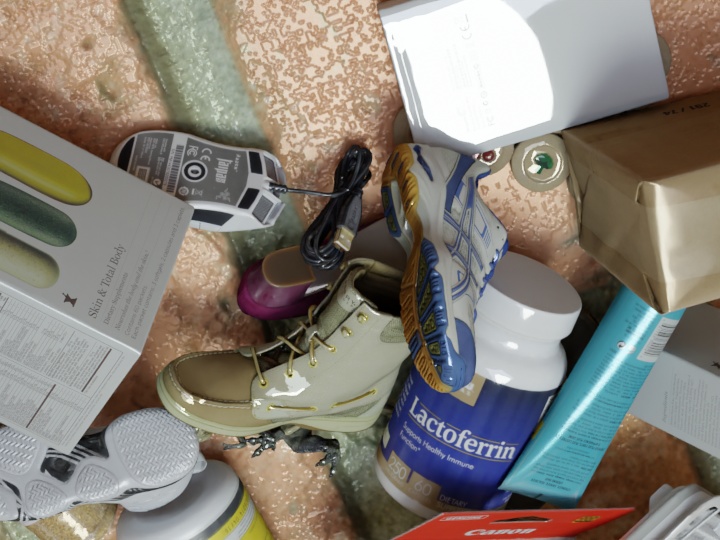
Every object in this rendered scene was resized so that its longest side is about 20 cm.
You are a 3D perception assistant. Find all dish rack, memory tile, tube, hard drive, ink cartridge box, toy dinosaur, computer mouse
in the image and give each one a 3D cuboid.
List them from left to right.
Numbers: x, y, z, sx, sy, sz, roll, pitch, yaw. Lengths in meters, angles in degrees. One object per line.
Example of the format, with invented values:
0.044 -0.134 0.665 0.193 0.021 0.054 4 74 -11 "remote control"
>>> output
-0.094 -0.061 1.501 0.198 0.110 0.044 11 150 1 "computer mouse"
-0.054 0.128 1.574 0.198 0.088 0.048 -2 111 -4 "toy dinosaur"
0.099 0.234 1.568 0.199 0.044 0.173 3 158 -33 "ink cartridge box"
0.124 -0.166 1.483 0.198 0.026 0.133 -16 113 1 "hard drive"
0.133 -0.137 1.520 0.198 0.017 0.154 15 110 -11 "memory tile"
0.183 0.097 1.508 0.077 0.050 0.201 20 108 -25 "tube"
0.239 0.241 1.617 0.172 0.044 0.200 -45 154 6 "dish rack"

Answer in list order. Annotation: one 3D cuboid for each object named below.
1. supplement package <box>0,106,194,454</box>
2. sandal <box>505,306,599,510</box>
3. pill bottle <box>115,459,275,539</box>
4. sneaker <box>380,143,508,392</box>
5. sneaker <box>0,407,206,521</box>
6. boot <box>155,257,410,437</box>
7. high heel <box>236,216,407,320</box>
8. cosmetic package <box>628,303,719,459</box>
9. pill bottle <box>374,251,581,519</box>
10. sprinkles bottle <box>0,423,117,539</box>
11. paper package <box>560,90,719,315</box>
-0.255 0.001 1.434 0.199 0.153 0.151 27 136 -12 "supplement package"
0.152 0.119 1.608 0.081 0.055 0.201 13 111 -11 "sandal"
-0.110 0.265 1.613 0.111 0.112 0.201 -25 112 6 "pill bottle"
0.075 -0.006 1.440 0.087 0.202 0.075 3 153 -21 "sneaker"
-0.216 0.159 1.529 0.198 0.115 0.076 -10 74 4 "sneaker"
-0.044 0.057 1.486 0.198 0.072 0.155 4 139 -30 "boot"
0.000 0.000 1.560 0.198 0.096 0.068 -3 74 -19 "high heel"
0.291 0.091 1.521 0.101 0.199 0.075 -18 120 -37 "cosmetic package"
0.095 0.093 1.542 0.115 0.116 0.201 16 114 -12 "pill bottle"
-0.286 0.149 1.572 0.068 0.068 0.200 -41 111 12 "sprinkles bottle"
0.275 -0.063 1.459 0.198 0.191 0.104 -15 109 -9 "paper package"
